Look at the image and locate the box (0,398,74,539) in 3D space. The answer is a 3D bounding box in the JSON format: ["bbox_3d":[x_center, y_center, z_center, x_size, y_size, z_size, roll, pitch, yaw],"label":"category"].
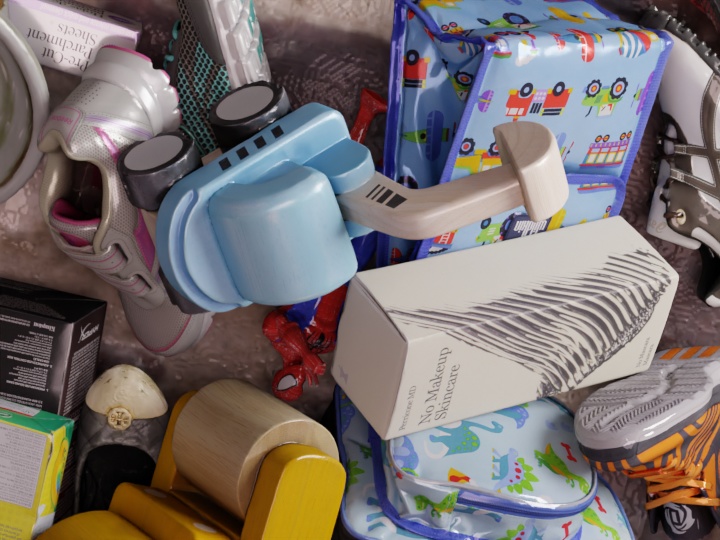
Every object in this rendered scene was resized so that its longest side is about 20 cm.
[{"bbox_3d":[-0.246,0.171,1.257,0.117,0.048,0.201,16,99,7],"label":"box"}]

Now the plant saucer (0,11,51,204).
[{"bbox_3d":[-0.278,-0.115,1.263,0.199,0.050,0.201,4,133,4],"label":"plant saucer"}]

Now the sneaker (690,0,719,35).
[{"bbox_3d":[0.250,-0.157,1.307,0.071,0.098,0.201,-33,102,4],"label":"sneaker"}]

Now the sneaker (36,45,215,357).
[{"bbox_3d":[-0.147,-0.029,1.276,0.088,0.081,0.201,-39,127,-37],"label":"sneaker"}]

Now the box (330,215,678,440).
[{"bbox_3d":[0.086,0.032,1.272,0.199,0.068,0.083,-14,134,-29],"label":"box"}]

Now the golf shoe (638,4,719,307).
[{"bbox_3d":[0.211,-0.066,1.334,0.094,0.078,0.201,-31,103,2],"label":"golf shoe"}]

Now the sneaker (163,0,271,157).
[{"bbox_3d":[-0.098,-0.106,1.294,0.091,0.078,0.201,-13,108,7],"label":"sneaker"}]

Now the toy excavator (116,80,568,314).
[{"bbox_3d":[-0.009,-0.035,1.194,0.194,0.200,0.100,-32,124,-22],"label":"toy excavator"}]

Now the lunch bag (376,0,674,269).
[{"bbox_3d":[0.087,-0.060,1.301,0.150,0.094,0.201,-7,118,-36],"label":"lunch bag"}]

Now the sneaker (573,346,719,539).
[{"bbox_3d":[0.193,0.119,1.315,0.077,0.200,0.113,-2,99,29],"label":"sneaker"}]

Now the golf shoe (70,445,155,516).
[{"bbox_3d":[-0.100,0.169,1.364,0.200,0.075,0.092,38,105,-4],"label":"golf shoe"}]

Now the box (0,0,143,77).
[{"bbox_3d":[-0.231,-0.159,1.287,0.199,0.039,0.042,18,102,-9],"label":"box"}]

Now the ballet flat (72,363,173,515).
[{"bbox_3d":[-0.147,0.153,1.298,0.066,0.057,0.201,8,109,6],"label":"ballet flat"}]

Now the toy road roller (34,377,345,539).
[{"bbox_3d":[-0.111,0.161,1.223,0.145,0.123,0.201,15,96,-38],"label":"toy road roller"}]

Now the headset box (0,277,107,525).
[{"bbox_3d":[-0.248,0.105,1.309,0.148,0.077,0.201,12,102,9],"label":"headset box"}]

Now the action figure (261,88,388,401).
[{"bbox_3d":[0.000,0.000,1.316,0.065,0.099,0.201,15,105,-36],"label":"action figure"}]

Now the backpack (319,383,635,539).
[{"bbox_3d":[0.070,0.153,1.308,0.199,0.183,0.147,20,118,-14],"label":"backpack"}]
